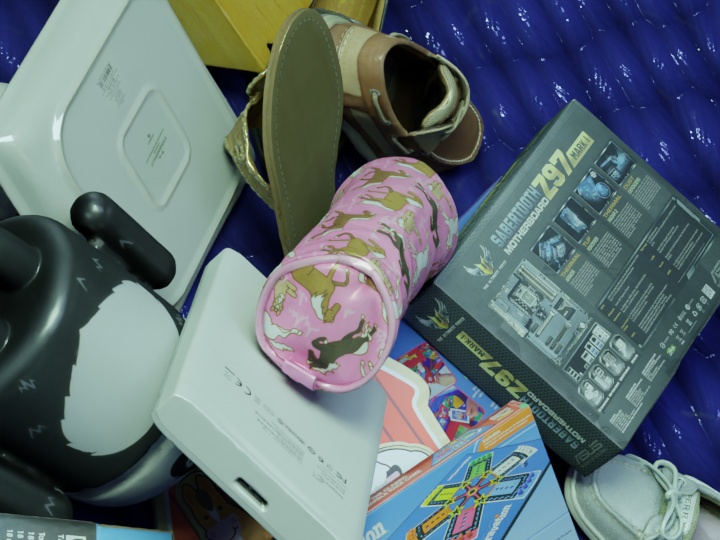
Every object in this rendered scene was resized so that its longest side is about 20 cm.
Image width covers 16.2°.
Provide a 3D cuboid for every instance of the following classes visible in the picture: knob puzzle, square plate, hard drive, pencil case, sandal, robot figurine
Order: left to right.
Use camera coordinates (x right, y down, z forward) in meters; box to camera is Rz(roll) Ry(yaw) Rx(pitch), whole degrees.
[{"bbox_3d":[-0.163,0.048,1.378,0.200,0.150,0.125,40,12,-40],"label":"robot figurine"},{"bbox_3d":[-0.131,-0.070,1.486,0.198,0.028,0.200,61,38,-37],"label":"square plate"},{"bbox_3d":[-0.052,-0.064,1.531,0.070,0.212,0.078,14,42,32],"label":"sandal"},{"bbox_3d":[-0.045,0.074,1.373,0.132,0.027,0.200,44,20,-12],"label":"hard drive"},{"bbox_3d":[-0.035,0.113,1.473,0.219,0.030,0.220,5,71,-16],"label":"knob puzzle"},{"bbox_3d":[0.000,0.000,1.434,0.200,0.083,0.087,-55,135,-69],"label":"pencil case"}]

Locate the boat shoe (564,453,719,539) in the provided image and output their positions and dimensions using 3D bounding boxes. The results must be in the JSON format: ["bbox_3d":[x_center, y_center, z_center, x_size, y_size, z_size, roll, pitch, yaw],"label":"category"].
[{"bbox_3d":[0.222,0.170,1.603,0.202,0.065,0.075,34,51,-10],"label":"boat shoe"}]

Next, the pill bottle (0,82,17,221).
[{"bbox_3d":[-0.290,-0.068,1.406,0.200,0.111,0.111,1,63,-31],"label":"pill bottle"}]

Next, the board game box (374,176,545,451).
[{"bbox_3d":[0.074,0.049,1.599,0.134,0.045,0.200,46,50,0],"label":"board game box"}]

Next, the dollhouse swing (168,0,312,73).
[{"bbox_3d":[-0.139,-0.238,1.628,0.182,0.175,0.200,55,40,-38],"label":"dollhouse swing"}]

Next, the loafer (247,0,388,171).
[{"bbox_3d":[-0.022,-0.143,1.636,0.073,0.072,0.200,22,54,-19],"label":"loafer"}]

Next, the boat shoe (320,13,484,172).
[{"bbox_3d":[0.032,-0.103,1.600,0.200,0.072,0.076,21,79,-58],"label":"boat shoe"}]

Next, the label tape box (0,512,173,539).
[{"bbox_3d":[-0.201,0.201,1.317,0.200,0.063,0.145,9,59,-18],"label":"label tape box"}]

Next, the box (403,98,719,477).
[{"bbox_3d":[0.138,0.008,1.598,0.158,0.051,0.200,41,51,-4],"label":"box"}]

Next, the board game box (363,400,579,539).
[{"bbox_3d":[0.035,0.168,1.463,0.200,0.019,0.103,-31,113,-26],"label":"board game box"}]
